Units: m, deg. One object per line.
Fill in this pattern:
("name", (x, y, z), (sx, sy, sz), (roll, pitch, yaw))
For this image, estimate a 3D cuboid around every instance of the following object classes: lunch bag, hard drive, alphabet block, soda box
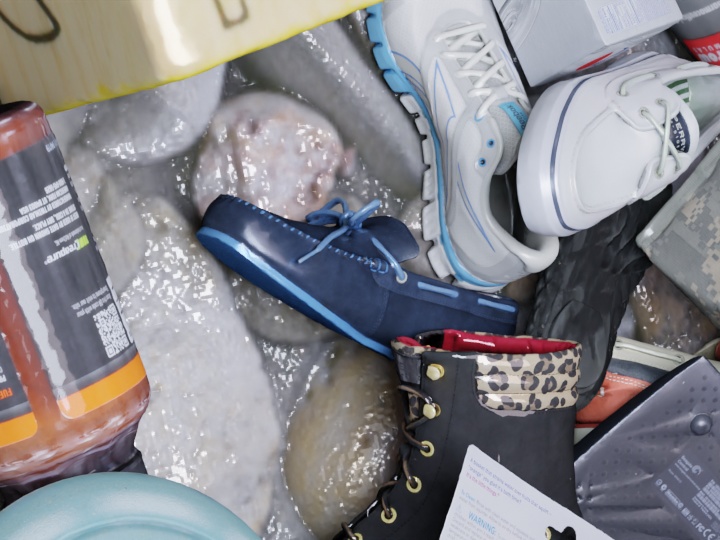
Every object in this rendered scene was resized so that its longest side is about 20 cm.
("lunch bag", (0.272, 0.016, 1.595), (0.118, 0.164, 0.200), (-51, 147, 9))
("hard drive", (0.144, 0.150, 1.578), (0.200, 0.042, 0.135), (-44, 110, 0))
("alphabet block", (-0.087, -0.202, 1.415), (0.196, 0.195, 0.200), (-23, 98, -28))
("soda box", (0.091, -0.204, 1.565), (0.063, 0.068, 0.200), (-22, 87, -39))

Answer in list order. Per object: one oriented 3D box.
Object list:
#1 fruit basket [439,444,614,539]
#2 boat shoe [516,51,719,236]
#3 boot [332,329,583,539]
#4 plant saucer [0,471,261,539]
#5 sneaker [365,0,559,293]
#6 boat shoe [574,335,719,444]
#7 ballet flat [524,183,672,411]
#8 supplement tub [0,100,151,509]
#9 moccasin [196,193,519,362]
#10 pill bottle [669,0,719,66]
("fruit basket", (0.074, 0.213, 1.440), (0.185, 0.094, 0.200), (34, 60, -40))
("boat shoe", (0.144, -0.076, 1.545), (0.200, 0.067, 0.074), (-46, 128, -55))
("boot", (0.023, 0.108, 1.492), (0.200, 0.073, 0.151), (1, 101, -6))
("plant saucer", (-0.106, 0.192, 1.354), (0.200, 0.027, 0.201), (3, 82, -26))
("sneaker", (0.066, -0.088, 1.559), (0.075, 0.087, 0.200), (-19, 96, -28))
("boat shoe", (0.204, 0.065, 1.643), (0.200, 0.071, 0.063), (0, 84, -26))
("ballet flat", (0.120, -0.001, 1.592), (0.066, 0.057, 0.200), (39, 49, -14))
("supplement tub", (-0.166, 0.028, 1.402), (0.107, 0.107, 0.200), (-25, 100, -29))
("moccasin", (0.000, 0.000, 1.525), (0.200, 0.080, 0.068), (30, 87, -39))
("pill bottle", (0.213, -0.175, 1.633), (0.114, 0.114, 0.200), (-47, 109, -24))
